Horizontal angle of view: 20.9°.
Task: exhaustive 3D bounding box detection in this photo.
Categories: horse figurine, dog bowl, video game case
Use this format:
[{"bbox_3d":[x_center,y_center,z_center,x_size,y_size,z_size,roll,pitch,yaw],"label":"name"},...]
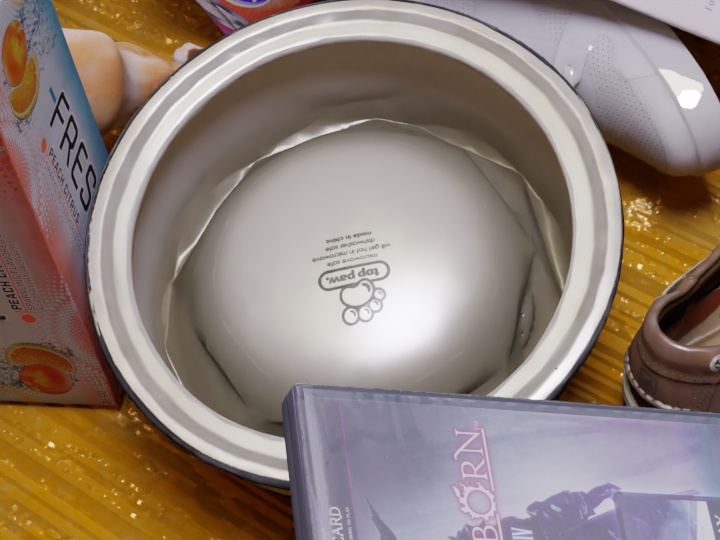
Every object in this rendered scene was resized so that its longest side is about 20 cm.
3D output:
[{"bbox_3d":[-0.131,-0.081,0.810,0.132,0.200,0.050,7,94,17],"label":"horse figurine"},{"bbox_3d":[0.000,0.000,0.739,0.199,0.074,0.201,-3,64,6],"label":"dog bowl"},{"bbox_3d":[0.077,0.108,0.626,0.199,0.019,0.144,6,55,-22],"label":"video game case"}]

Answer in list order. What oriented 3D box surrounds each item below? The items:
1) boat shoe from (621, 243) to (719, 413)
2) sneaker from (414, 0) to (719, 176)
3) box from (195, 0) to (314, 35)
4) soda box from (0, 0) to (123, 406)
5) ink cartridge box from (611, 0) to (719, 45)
[{"bbox_3d":[0.185,-0.006,0.726,0.202,0.075,0.075,-35,54,-17],"label":"boat shoe"},{"bbox_3d":[0.060,-0.079,0.818,0.115,0.074,0.200,-30,43,-11],"label":"sneaker"},{"bbox_3d":[-0.062,-0.217,0.915,0.099,0.095,0.201,-30,50,12],"label":"box"},{"bbox_3d":[-0.134,-0.032,0.726,0.063,0.201,0.069,3,52,12],"label":"soda box"},{"bbox_3d":[0.127,-0.152,0.813,0.199,0.050,0.161,27,30,17],"label":"ink cartridge box"}]
